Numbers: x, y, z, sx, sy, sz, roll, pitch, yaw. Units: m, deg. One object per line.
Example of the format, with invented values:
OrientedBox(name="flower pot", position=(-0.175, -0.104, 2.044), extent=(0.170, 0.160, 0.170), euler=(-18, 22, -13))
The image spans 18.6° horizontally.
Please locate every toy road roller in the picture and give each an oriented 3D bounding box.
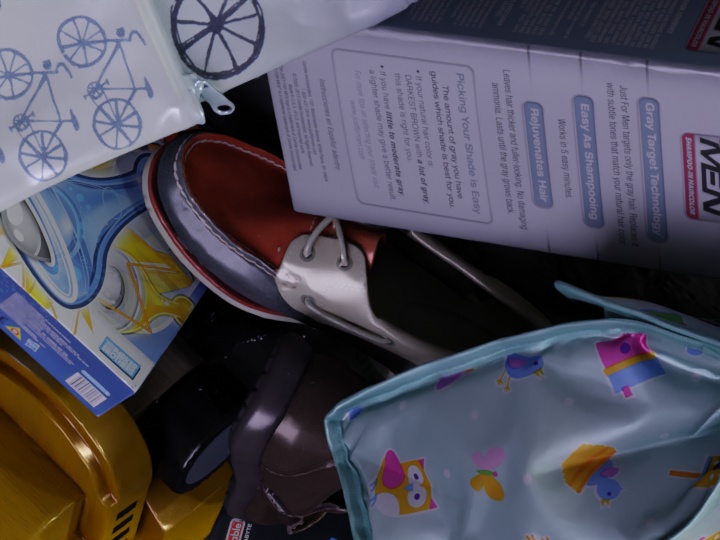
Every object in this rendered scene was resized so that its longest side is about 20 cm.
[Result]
OrientedBox(name="toy road roller", position=(-0.146, 0.093, 1.027), extent=(0.123, 0.146, 0.200), euler=(43, 150, 12))

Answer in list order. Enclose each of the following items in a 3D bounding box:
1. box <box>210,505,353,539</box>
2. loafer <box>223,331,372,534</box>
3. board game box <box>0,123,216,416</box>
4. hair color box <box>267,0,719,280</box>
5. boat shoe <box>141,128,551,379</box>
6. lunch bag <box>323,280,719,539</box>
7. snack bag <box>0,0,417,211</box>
OrientedBox(name="box", position=(-0.015, 0.212, 1.055), extent=(0.158, 0.201, 0.046), euler=(6, 158, 26))
OrientedBox(name="loafer", position=(-0.017, 0.087, 0.982), extent=(0.071, 0.073, 0.200), euler=(27, 169, 6))
OrientedBox(name="board game box", position=(-0.143, -0.054, 0.926), extent=(0.200, 0.136, 0.034), euler=(44, 138, -14))
OrientedBox(name="hair color box", position=(0.066, -0.064, 0.852), extent=(0.199, 0.061, 0.099), euler=(10, 133, 23))
OrientedBox(name="boat shoe", position=(0.000, 0.000, 0.937), extent=(0.200, 0.071, 0.063), euler=(35, 152, -12))
OrientedBox(name="lunch bag", position=(0.114, 0.075, 0.857), extent=(0.200, 0.122, 0.170), euler=(-28, 155, 34))
OrientedBox(name="snack bag", position=(-0.095, -0.137, 0.792), extent=(0.199, 0.021, 0.189), euler=(-23, 104, 0))
